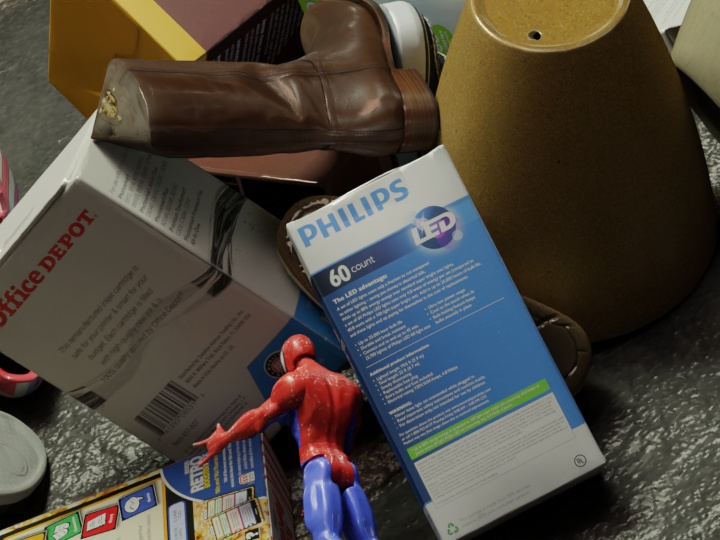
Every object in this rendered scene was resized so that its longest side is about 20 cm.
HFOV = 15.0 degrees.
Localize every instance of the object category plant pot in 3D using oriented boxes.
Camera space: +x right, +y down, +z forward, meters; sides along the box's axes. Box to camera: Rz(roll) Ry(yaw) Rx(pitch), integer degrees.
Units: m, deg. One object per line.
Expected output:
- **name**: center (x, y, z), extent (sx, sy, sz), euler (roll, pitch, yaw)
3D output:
- **plant pot**: center (0.116, -0.090, 1.612), extent (0.185, 0.201, 0.187), euler (-4, 49, 5)

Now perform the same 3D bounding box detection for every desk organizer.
- **desk organizer**: center (-0.078, -0.059, 1.724), extent (0.199, 0.072, 0.077), euler (8, 40, 30)

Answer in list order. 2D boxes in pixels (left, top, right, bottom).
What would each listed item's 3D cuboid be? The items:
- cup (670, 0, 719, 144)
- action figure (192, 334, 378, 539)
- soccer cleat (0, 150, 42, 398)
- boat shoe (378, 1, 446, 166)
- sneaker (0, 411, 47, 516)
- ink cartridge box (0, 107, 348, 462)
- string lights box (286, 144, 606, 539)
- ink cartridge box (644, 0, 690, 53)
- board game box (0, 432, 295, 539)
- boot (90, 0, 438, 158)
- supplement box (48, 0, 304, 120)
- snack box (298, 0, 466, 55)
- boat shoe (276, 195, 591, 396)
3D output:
- **cup**: center (0.271, -0.130, 1.636), extent (0.143, 0.200, 0.200), euler (-40, 33, -1)
- **action figure**: center (-0.030, 0.134, 1.523), extent (0.099, 0.065, 0.201), euler (-40, 51, 39)
- **soccer cleat**: center (-0.248, -0.014, 1.816), extent (0.066, 0.201, 0.076), euler (-14, 2, -17)
- **boat shoe**: center (0.047, -0.109, 1.741), extent (0.068, 0.200, 0.074), euler (-15, 57, -5)
- **sneaker**: center (-0.270, 0.155, 1.700), extent (0.099, 0.071, 0.200), euler (-48, -2, 26)
- **ink cartridge box**: center (-0.118, 0.017, 1.630), extent (0.146, 0.199, 0.085), euler (-45, 19, 35)
- **string lights box**: center (0.047, 0.044, 1.528), extent (0.102, 0.201, 0.059), euler (-26, -9, -2)
- **ink cartridge box**: center (0.252, -0.205, 1.844), extent (0.173, 0.044, 0.200), euler (-10, 34, 45)
- **board game box**: center (-0.135, 0.186, 1.585), extent (0.199, 0.046, 0.152), euler (-21, 33, 8)
- **boot**: center (-0.075, -0.117, 1.625), extent (0.199, 0.065, 0.186), euler (-4, 25, -21)
- **supplement box**: center (-0.103, -0.195, 1.932), extent (0.133, 0.198, 0.200), euler (44, 67, 13)
- **snack box**: center (0.070, -0.137, 1.812), extent (0.199, 0.143, 0.053), euler (6, 42, 40)
- **boat shoe**: center (0.040, 0.024, 1.601), extent (0.199, 0.076, 0.072), euler (31, 83, 6)
